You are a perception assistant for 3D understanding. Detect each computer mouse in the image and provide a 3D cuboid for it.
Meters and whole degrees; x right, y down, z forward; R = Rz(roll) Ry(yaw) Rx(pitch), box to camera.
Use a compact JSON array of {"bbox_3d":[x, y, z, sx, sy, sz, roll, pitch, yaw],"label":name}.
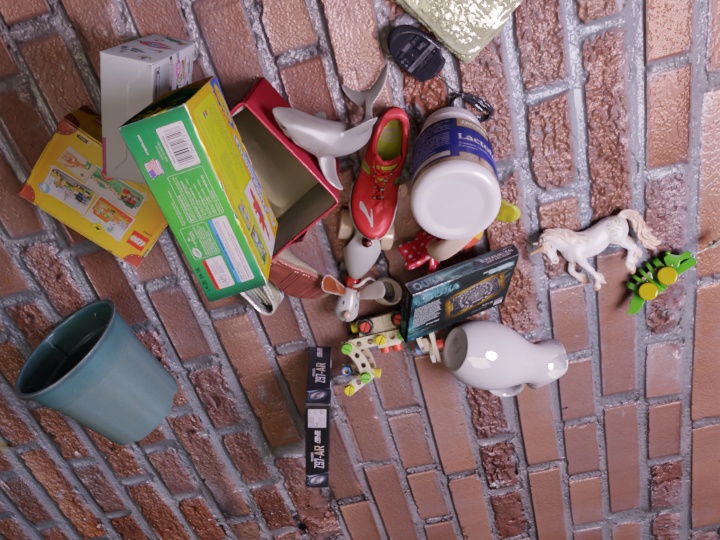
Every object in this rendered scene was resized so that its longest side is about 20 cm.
[{"bbox_3d":[0.119,-0.283,0.807,0.200,0.034,0.059,34,128,-25],"label":"computer mouse"}]

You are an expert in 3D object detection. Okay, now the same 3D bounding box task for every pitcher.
[{"bbox_3d":[0.245,0.174,1.015,0.199,0.121,0.172,13,131,-21],"label":"pitcher"}]

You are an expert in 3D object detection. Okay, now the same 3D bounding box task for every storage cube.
[{"bbox_3d":[-0.147,-0.137,0.793,0.171,0.180,0.200,-38,114,18],"label":"storage cube"}]

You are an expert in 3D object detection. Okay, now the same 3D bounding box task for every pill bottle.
[{"bbox_3d":[0.129,-0.144,0.776,0.115,0.200,0.116,3,130,4],"label":"pill bottle"}]

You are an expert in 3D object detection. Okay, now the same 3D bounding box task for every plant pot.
[{"bbox_3d":[-0.439,0.189,0.966,0.200,0.200,0.196,-27,123,13],"label":"plant pot"}]

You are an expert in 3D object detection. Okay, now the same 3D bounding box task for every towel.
[{"bbox_3d":[0.121,-0.393,0.742,0.200,0.037,0.148,33,112,-18],"label":"towel"}]

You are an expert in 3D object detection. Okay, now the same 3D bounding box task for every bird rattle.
[{"bbox_3d":[0.144,-0.070,0.856,0.200,0.163,0.113,-37,95,7],"label":"bird rattle"}]

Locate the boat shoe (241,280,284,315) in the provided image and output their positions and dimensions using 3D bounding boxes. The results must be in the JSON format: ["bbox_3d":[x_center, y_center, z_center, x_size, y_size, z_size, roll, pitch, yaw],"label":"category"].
[{"bbox_3d":[-0.198,-0.009,0.927,0.072,0.062,0.200,-35,113,16],"label":"boat shoe"}]

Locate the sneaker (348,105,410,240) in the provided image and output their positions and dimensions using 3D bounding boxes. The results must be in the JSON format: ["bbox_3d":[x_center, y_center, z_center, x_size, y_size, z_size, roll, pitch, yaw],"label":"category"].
[{"bbox_3d":[0.028,-0.143,0.817,0.077,0.085,0.201,9,95,-3],"label":"sneaker"}]

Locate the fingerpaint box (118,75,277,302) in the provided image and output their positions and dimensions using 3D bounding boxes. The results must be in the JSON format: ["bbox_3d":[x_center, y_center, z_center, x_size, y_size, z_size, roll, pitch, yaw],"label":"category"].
[{"bbox_3d":[-0.166,-0.095,0.619,0.073,0.167,0.200,-17,118,5],"label":"fingerpaint box"}]

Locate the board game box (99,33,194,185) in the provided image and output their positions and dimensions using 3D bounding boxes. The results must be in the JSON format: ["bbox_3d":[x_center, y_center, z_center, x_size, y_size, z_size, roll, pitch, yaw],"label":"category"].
[{"bbox_3d":[-0.274,-0.219,0.733,0.064,0.200,0.148,10,117,-6],"label":"board game box"}]

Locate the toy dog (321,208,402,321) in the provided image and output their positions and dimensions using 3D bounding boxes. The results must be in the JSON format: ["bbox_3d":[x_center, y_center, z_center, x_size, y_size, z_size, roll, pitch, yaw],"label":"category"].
[{"bbox_3d":[0.000,0.000,0.910,0.131,0.096,0.201,-9,113,1],"label":"toy dog"}]

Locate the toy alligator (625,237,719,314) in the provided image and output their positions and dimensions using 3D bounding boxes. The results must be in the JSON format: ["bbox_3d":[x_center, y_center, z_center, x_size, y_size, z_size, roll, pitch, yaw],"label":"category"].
[{"bbox_3d":[0.524,-0.006,0.954,0.200,0.059,0.054,-48,69,21],"label":"toy alligator"}]

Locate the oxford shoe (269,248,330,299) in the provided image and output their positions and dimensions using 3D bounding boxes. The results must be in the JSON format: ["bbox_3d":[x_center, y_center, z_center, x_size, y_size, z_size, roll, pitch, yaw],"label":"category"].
[{"bbox_3d":[-0.121,-0.012,0.924,0.071,0.074,0.200,-32,137,29],"label":"oxford shoe"}]

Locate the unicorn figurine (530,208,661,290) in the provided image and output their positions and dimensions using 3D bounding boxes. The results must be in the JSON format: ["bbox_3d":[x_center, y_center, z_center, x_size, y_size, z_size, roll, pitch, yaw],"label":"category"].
[{"bbox_3d":[0.382,-0.036,0.929,0.200,0.074,0.138,-34,105,1],"label":"unicorn figurine"}]

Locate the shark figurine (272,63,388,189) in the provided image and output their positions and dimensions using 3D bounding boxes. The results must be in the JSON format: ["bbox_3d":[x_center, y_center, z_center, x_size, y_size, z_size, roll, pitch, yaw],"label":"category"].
[{"bbox_3d":[-0.005,-0.198,0.746,0.089,0.214,0.128,-24,102,43],"label":"shark figurine"}]

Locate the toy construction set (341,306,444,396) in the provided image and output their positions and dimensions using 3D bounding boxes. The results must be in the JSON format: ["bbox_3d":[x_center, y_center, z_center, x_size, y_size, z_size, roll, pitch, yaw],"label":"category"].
[{"bbox_3d":[0.051,0.139,0.996,0.199,0.092,0.132,-16,93,-2],"label":"toy construction set"}]

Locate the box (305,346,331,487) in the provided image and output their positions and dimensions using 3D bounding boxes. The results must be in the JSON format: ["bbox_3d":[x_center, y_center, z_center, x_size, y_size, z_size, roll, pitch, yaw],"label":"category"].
[{"bbox_3d":[-0.076,0.268,1.025,0.043,0.160,0.201,1,119,-3],"label":"box"}]

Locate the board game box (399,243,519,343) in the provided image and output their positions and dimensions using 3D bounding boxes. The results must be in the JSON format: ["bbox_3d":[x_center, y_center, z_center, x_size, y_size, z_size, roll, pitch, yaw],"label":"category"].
[{"bbox_3d":[0.160,0.038,0.915,0.200,0.028,0.135,-20,143,-17],"label":"board game box"}]

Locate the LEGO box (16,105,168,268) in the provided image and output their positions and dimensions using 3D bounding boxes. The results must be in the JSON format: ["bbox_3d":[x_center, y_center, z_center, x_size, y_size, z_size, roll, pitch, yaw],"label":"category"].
[{"bbox_3d":[-0.382,-0.124,0.852,0.200,0.077,0.149,37,112,-19],"label":"LEGO box"}]
